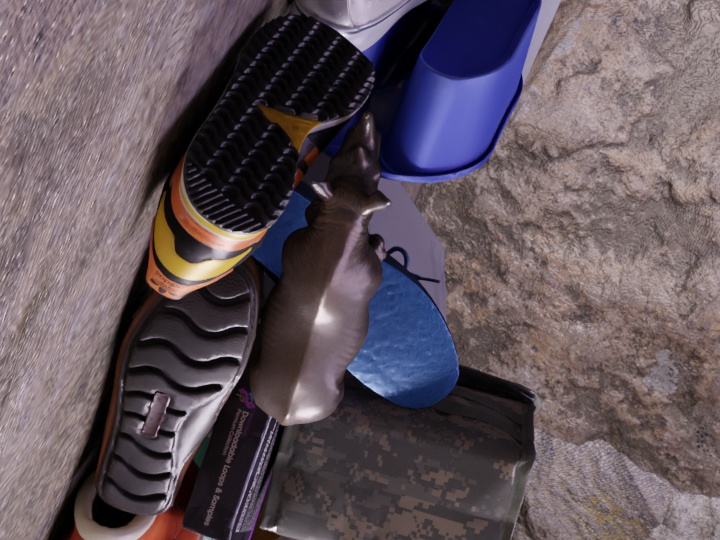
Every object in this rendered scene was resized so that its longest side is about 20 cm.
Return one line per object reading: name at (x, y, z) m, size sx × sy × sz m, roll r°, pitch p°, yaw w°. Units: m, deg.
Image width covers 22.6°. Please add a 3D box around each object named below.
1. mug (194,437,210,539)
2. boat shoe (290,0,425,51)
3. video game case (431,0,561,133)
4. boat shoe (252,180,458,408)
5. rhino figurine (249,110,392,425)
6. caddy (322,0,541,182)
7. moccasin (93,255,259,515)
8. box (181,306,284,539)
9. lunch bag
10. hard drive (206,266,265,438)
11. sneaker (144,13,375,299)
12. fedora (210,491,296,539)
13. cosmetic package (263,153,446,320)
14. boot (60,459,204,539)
mug at (-0.076, 0.187, 1.474) m, size 0.185 × 0.152 × 0.114 m, roll 6°, pitch -122°, yaw 46°
boat shoe at (0.022, -0.212, 1.080) m, size 0.202 × 0.075 × 0.086 m, roll -47°, pitch 162°, yaw -46°
video game case at (0.082, -0.220, 1.259) m, size 0.182 × 0.023 × 0.200 m, roll 60°, pitch -39°, yaw 37°
boat shoe at (-0.006, -0.001, 1.116) m, size 0.084 × 0.200 × 0.069 m, roll -34°, pitch -156°, yaw 6°
rhino figurine at (-0.017, 0.000, 0.990) m, size 0.087 × 0.060 × 0.200 m, roll -69°, pitch 177°, yaw -58°
caddy at (0.033, -0.134, 1.148) m, size 0.200 × 0.141 × 0.105 m, roll -60°, pitch 169°, yaw -49°
moccasin at (-0.102, 0.056, 1.038) m, size 0.078 × 0.074 × 0.202 m, roll -82°, pitch -173°, yaw -48°
box at (-0.069, 0.103, 1.163) m, size 0.200 × 0.036 × 0.143 m, roll 98°, pitch 10°, yaw -83°
lunch bag at (0.034, 0.118, 1.227) m, size 0.200 × 0.164 × 0.118 m, roll -65°, pitch 170°, yaw -76°
hard drive at (-0.078, 0.060, 1.280) m, size 0.132 × 0.025 × 0.200 m, roll -64°, pitch 158°, yaw -7°
sneaker at (-0.061, -0.062, 0.959) m, size 0.090 × 0.070 × 0.200 m, roll -48°, pitch -172°, yaw 39°
fedora at (-0.056, 0.185, 1.331) m, size 0.200 × 0.082 × 0.201 m, roll -30°, pitch 173°, yaw -4°
cosmetic package at (0.000, 0.000, 1.285) m, size 0.200 × 0.081 × 0.113 m, roll 51°, pitch 36°, yaw -60°
boot at (-0.141, 0.155, 1.165) m, size 0.200 × 0.075 × 0.107 m, roll -56°, pitch 165°, yaw -63°
